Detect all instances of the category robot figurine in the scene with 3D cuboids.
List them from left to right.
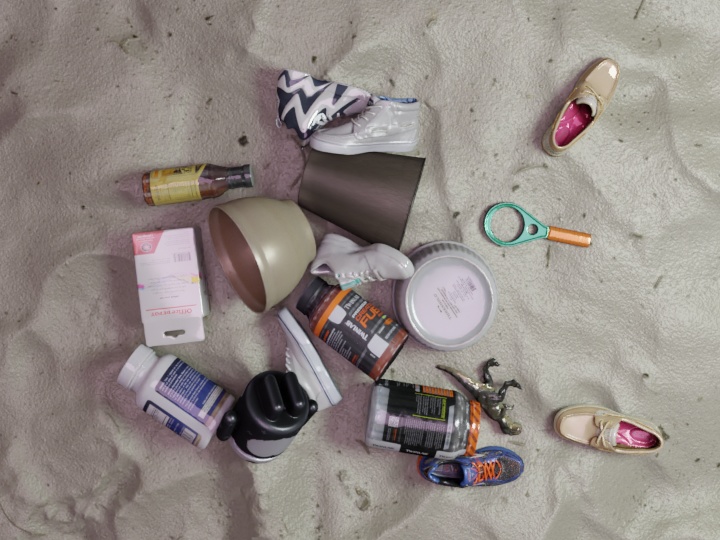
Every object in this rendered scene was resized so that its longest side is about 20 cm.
[{"bbox_3d":[-0.162,0.259,1.530,0.148,0.126,0.201,28,136,-6],"label":"robot figurine"}]

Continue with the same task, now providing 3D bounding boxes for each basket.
[{"bbox_3d":[-0.002,-0.138,1.531,0.196,0.136,0.184,16,89,3],"label":"basket"}]

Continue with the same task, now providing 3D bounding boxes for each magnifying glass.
[{"bbox_3d":[0.321,-0.073,1.585,0.196,0.022,0.081,11,94,-1],"label":"magnifying glass"}]

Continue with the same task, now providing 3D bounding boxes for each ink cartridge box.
[{"bbox_3d":[-0.339,0.028,1.575,0.114,0.068,0.205,-5,92,1],"label":"ink cartridge box"}]

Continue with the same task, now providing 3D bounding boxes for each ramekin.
[{"bbox_3d":[0.153,0.049,1.553,0.195,0.105,0.205,0,94,1],"label":"ramekin"}]

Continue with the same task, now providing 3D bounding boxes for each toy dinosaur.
[{"bbox_3d":[0.239,0.217,1.595,0.200,0.047,0.088,43,100,1],"label":"toy dinosaur"}]

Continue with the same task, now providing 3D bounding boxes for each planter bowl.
[{"bbox_3d":[-0.161,-0.045,1.519,0.133,0.200,0.203,-27,94,-24],"label":"planter bowl"}]

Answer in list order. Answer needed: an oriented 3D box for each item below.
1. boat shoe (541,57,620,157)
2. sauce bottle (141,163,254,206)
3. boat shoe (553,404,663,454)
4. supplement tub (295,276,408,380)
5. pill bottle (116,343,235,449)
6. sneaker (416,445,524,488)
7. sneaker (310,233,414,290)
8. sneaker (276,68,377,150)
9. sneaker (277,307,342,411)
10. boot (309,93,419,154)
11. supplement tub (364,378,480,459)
[{"bbox_3d":[0.400,-0.290,1.545,0.073,0.069,0.202,33,94,-2],"label":"boat shoe"},{"bbox_3d":[-0.291,-0.159,1.565,0.195,0.066,0.068,-8,94,-1],"label":"sauce bottle"},{"bbox_3d":[0.453,0.290,1.577,0.195,0.069,0.075,6,94,0],"label":"boat shoe"},{"bbox_3d":[-0.019,0.097,1.550,0.199,0.107,0.108,36,94,7],"label":"supplement tub"},{"bbox_3d":[-0.334,0.221,1.566,0.198,0.111,0.112,35,94,-2],"label":"pill bottle"},{"bbox_3d":[0.202,0.368,1.587,0.195,0.078,0.077,-5,95,1],"label":"sneaker"},{"bbox_3d":[0.000,0.000,1.515,0.197,0.076,0.089,12,58,35],"label":"sneaker"},{"bbox_3d":[-0.062,-0.272,1.549,0.195,0.080,0.132,13,101,-7],"label":"sneaker"},{"bbox_3d":[-0.108,0.167,1.579,0.070,0.073,0.203,-29,94,-2],"label":"sneaker"},{"bbox_3d":[0.009,-0.257,1.498,0.196,0.074,0.097,-6,119,-21],"label":"boot"},{"bbox_3d":[0.110,0.269,1.559,0.195,0.123,0.125,10,94,0],"label":"supplement tub"}]
